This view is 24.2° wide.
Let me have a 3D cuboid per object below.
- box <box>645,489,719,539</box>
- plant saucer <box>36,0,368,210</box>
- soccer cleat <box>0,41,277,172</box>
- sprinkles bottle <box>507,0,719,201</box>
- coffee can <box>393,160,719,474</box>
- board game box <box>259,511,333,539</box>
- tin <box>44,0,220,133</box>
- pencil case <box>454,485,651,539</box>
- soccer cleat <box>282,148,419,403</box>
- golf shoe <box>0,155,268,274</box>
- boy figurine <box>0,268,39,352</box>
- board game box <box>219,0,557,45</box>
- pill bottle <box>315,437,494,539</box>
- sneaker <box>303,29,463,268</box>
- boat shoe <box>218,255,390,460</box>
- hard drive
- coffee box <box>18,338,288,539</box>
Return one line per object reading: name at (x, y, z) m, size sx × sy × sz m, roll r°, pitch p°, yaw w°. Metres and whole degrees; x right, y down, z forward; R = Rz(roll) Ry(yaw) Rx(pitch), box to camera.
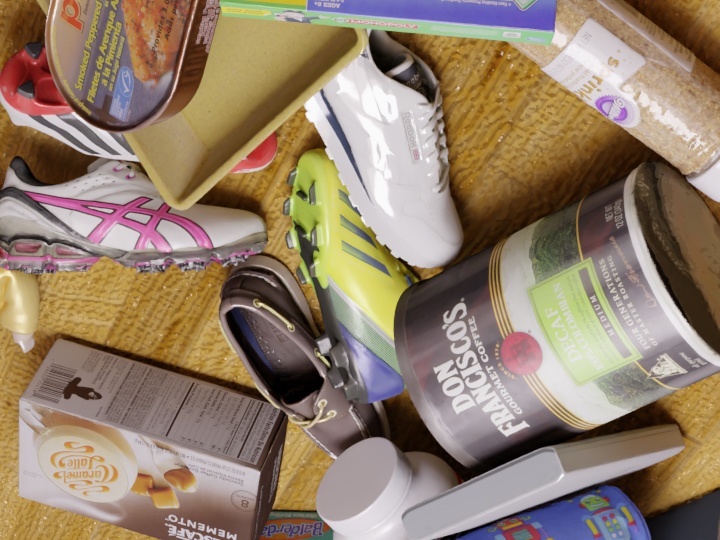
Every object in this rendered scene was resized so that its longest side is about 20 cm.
box at (0.268, 0.293, 1.304) m, size 0.148 × 0.107 × 0.200 m, roll -28°, pitch 111°, yaw 31°
plant saucer at (-0.100, -0.173, 1.097) m, size 0.200 × 0.048 × 0.200 m, roll -38°, pitch 82°, yaw 33°
soccer cleat at (-0.157, -0.107, 1.187) m, size 0.199 × 0.069 × 0.085 m, roll 12°, pitch 160°, yaw -8°
sprinkles bottle at (0.172, -0.126, 1.069) m, size 0.200 × 0.068 × 0.068 m, roll 35°, pitch 126°, yaw -8°
coffee can at (0.144, 0.034, 1.139) m, size 0.200 × 0.147 × 0.146 m, roll -29°, pitch 112°, yaw 30°
board game box at (-0.046, 0.294, 1.436) m, size 0.151 × 0.045 × 0.201 m, roll -2°, pitch 122°, yaw 17°
tin at (-0.139, -0.186, 1.067) m, size 0.112 × 0.042 × 0.201 m, roll 27°, pitch 115°, yaw 19°
pencil case at (0.115, 0.223, 1.214) m, size 0.199 × 0.078 × 0.087 m, roll -16°, pitch 120°, yaw -25°
soccer cleat at (0.000, 0.000, 1.222) m, size 0.083 × 0.065 × 0.201 m, roll -20°, pitch 112°, yaw -17°
golf shoe at (-0.166, -0.042, 1.223) m, size 0.199 × 0.073 × 0.093 m, roll 1°, pitch 88°, yaw -4°
boy figurine at (-0.301, 0.016, 1.311) m, size 0.124 × 0.064 × 0.200 m, roll 37°, pitch 128°, yaw -6°
board game box at (0.022, -0.211, 1.008) m, size 0.199 × 0.029 × 0.135 m, roll 5°, pitch 81°, yaw 1°
pill bottle at (0.056, 0.217, 1.292) m, size 0.112 × 0.113 × 0.200 m, roll -25°, pitch 125°, yaw 29°
sneaker at (0.026, -0.090, 1.137) m, size 0.080 × 0.076 × 0.200 m, roll -23°, pitch 115°, yaw 22°
boat shoe at (-0.044, 0.083, 1.281) m, size 0.072 × 0.060 × 0.200 m, roll -19°, pitch 116°, yaw 27°
hard drive at (0.135, 0.150, 1.203) m, size 0.132 × 0.200 × 0.026 m, roll -29°, pitch 74°, yaw 30°
coffee box at (-0.166, 0.145, 1.344) m, size 0.199 × 0.080 × 0.115 m, roll 16°, pitch 131°, yaw 7°
